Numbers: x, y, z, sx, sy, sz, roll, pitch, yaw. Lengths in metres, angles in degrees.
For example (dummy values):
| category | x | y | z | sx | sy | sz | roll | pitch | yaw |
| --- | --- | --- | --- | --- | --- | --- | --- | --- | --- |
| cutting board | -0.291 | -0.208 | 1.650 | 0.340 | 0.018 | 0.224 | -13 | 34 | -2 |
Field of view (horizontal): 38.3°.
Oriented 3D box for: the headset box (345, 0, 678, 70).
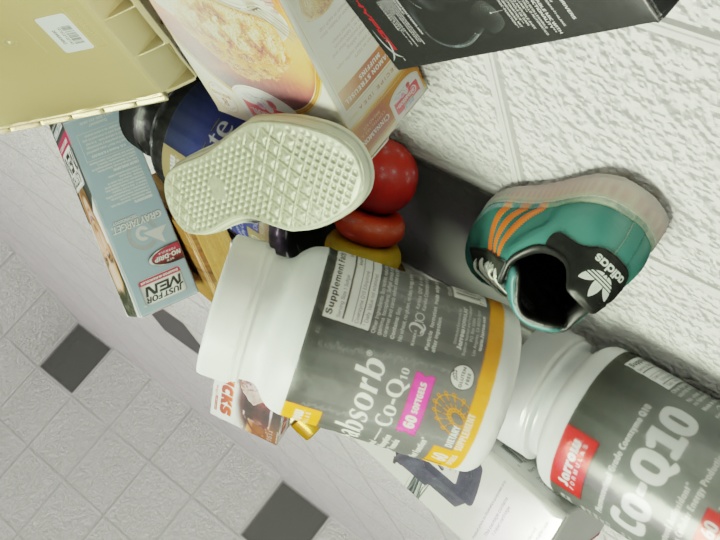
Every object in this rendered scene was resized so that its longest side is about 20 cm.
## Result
| category | x | y | z | sx | sy | sz | roll | pitch | yaw |
| --- | --- | --- | --- | --- | --- | --- | --- | --- | --- |
| headset box | 0.043 | -0.167 | 0.403 | 0.149 | 0.078 | 0.199 | 48 | 161 | -23 |

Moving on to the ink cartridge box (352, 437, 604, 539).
| category | x | y | z | sx | sy | sz | roll | pitch | yaw |
| --- | --- | --- | --- | --- | --- | --- | --- | --- | --- |
| ink cartridge box | 0.107 | 0.144 | 0.853 | 0.199 | 0.085 | 0.144 | 39 | -152 | 28 |

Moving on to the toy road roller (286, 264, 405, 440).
| category | x | y | z | sx | sy | sz | roll | pitch | yaw |
| --- | --- | --- | --- | --- | --- | --- | --- | --- | --- |
| toy road roller | -0.040 | 0.057 | 0.926 | 0.123 | 0.201 | 0.146 | 41 | -175 | -3 |

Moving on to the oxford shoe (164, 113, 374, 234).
| category | x | y | z | sx | sy | sz | roll | pitch | yaw |
| --- | --- | --- | --- | --- | --- | --- | --- | --- | --- |
| oxford shoe | -0.057 | -0.063 | 0.673 | 0.198 | 0.057 | 0.077 | -6 | 104 | 50 |

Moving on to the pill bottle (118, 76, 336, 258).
| category | x | y | z | sx | sy | sz | roll | pitch | yaw |
| --- | --- | --- | --- | --- | --- | --- | --- | --- | --- |
| pill bottle | -0.094 | -0.094 | 0.816 | 0.198 | 0.112 | 0.112 | 32 | 161 | 26 |

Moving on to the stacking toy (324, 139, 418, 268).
| category | x | y | z | sx | sy | sz | roll | pitch | yaw |
| --- | --- | --- | --- | --- | --- | --- | --- | --- | --- |
| stacking toy | 0.000 | 0.000 | 0.770 | 0.084 | 0.203 | 0.086 | 14 | -159 | -6 |

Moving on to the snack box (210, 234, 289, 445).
| category | x | y | z | sx | sy | sz | roll | pitch | yaw |
| --- | --- | --- | --- | --- | --- | --- | --- | --- | --- |
| snack box | -0.085 | 0.062 | 0.878 | 0.071 | 0.024 | 0.202 | 23 | 130 | 13 |

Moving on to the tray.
| category | x | y | z | sx | sy | sz | roll | pitch | yaw |
| --- | --- | --- | --- | --- | --- | --- | --- | --- | --- |
| tray | -0.164 | -0.030 | 0.995 | 0.199 | 0.037 | 0.100 | 26 | 142 | 62 |

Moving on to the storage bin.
| category | x | y | z | sx | sy | sz | roll | pitch | yaw |
| --- | --- | --- | --- | --- | --- | --- | --- | --- | --- |
| storage bin | -0.237 | -0.194 | 0.711 | 0.195 | 0.095 | 0.200 | -9 | 156 | 14 |

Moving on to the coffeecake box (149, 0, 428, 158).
| category | x | y | z | sx | sy | sz | roll | pitch | yaw |
| --- | --- | --- | --- | --- | --- | --- | --- | --- | --- |
| coffeecake box | -0.064 | -0.174 | 0.623 | 0.152 | 0.073 | 0.201 | 25 | 157 | 40 |

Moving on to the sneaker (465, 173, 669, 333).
| category | x | y | z | sx | sy | sz | roll | pitch | yaw |
| --- | --- | --- | --- | --- | --- | --- | --- | --- | --- |
| sneaker | 0.107 | -0.004 | 0.652 | 0.071 | 0.080 | 0.200 | 41 | 164 | -10 |

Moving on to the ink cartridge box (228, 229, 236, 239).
| category | x | y | z | sx | sy | sz | roll | pitch | yaw |
| --- | --- | --- | --- | --- | --- | --- | --- | --- | --- |
| ink cartridge box | -0.105 | -0.054 | 1.010 | 0.116 | 0.067 | 0.200 | 42 | 163 | -1 |

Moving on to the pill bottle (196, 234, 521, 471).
| category | x | y | z | sx | sy | sz | roll | pitch | yaw |
| --- | --- | --- | --- | --- | --- | --- | --- | --- | --- |
| pill bottle | -0.002 | 0.051 | 0.688 | 0.196 | 0.118 | 0.117 | 17 | 163 | -3 |

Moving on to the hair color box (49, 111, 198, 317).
| category | x | y | z | sx | sy | sz | roll | pitch | yaw |
| --- | --- | --- | --- | --- | --- | --- | --- | --- | --- |
| hair color box | -0.221 | -0.061 | 0.955 | 0.203 | 0.060 | 0.099 | 68 | 161 | -5 |

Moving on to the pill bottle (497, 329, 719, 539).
| category | x | y | z | sx | sy | sz | roll | pitch | yaw |
| --- | --- | --- | --- | --- | --- | --- | --- | --- | --- |
| pill bottle | 0.195 | 0.126 | 0.723 | 0.198 | 0.114 | 0.114 | 30 | 160 | 31 |
